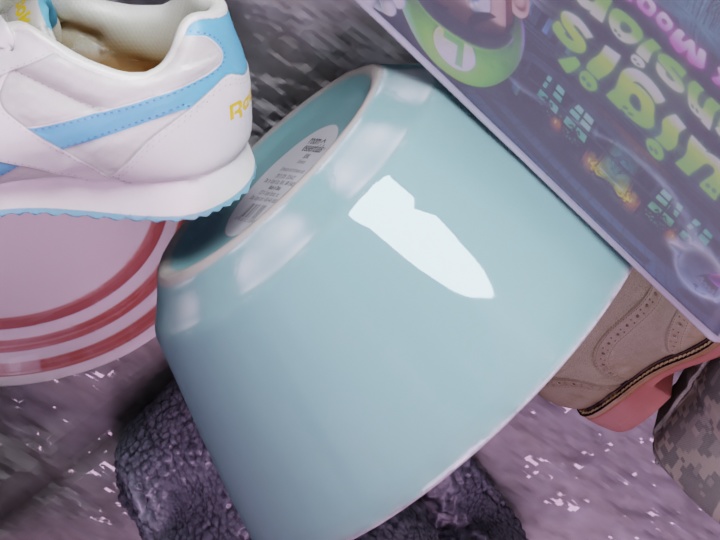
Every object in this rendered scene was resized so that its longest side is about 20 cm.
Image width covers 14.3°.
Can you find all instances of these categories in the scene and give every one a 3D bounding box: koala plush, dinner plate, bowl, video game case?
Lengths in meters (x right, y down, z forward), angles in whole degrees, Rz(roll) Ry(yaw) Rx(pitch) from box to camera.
[{"bbox_3d":[-0.026,0.152,1.177,0.177,0.200,0.184,-16,132,12],"label":"koala plush"},{"bbox_3d":[-0.152,-0.031,1.118,0.200,0.024,0.200,-2,133,-2],"label":"dinner plate"},{"bbox_3d":[0.000,0.000,1.060,0.201,0.201,0.105,-37,107,28],"label":"bowl"},{"bbox_3d":[0.083,-0.089,0.939,0.200,0.023,0.182,44,149,10],"label":"video game case"}]

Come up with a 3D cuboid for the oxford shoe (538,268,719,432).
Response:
[{"bbox_3d":[0.109,-0.001,1.112,0.074,0.071,0.200,18,141,-13],"label":"oxford shoe"}]

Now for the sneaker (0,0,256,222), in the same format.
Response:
[{"bbox_3d":[-0.139,-0.063,1.032,0.200,0.077,0.081,-5,121,-4],"label":"sneaker"}]

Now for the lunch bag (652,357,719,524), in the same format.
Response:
[{"bbox_3d":[0.223,0.035,1.124,0.168,0.139,0.200,25,127,-3],"label":"lunch bag"}]
